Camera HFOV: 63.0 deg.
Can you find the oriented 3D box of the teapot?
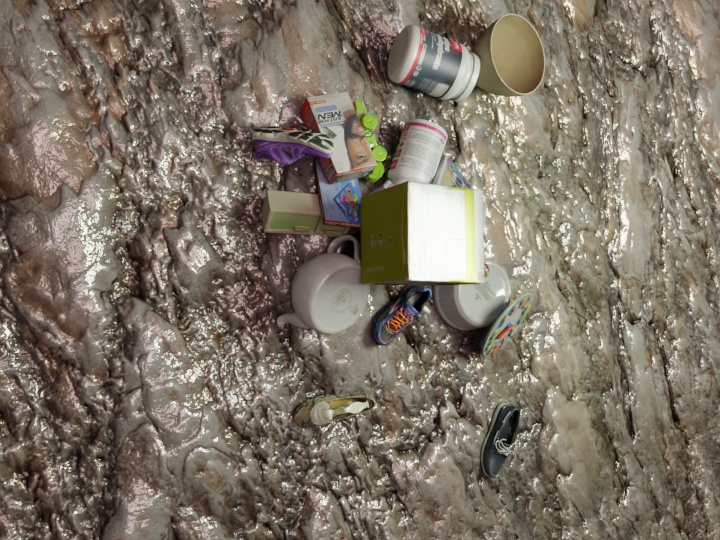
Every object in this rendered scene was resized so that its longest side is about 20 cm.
[{"bbox_3d":[-0.084,0.036,1.348,0.200,0.146,0.198,-18,123,-35],"label":"teapot"}]

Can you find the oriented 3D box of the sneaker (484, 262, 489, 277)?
[{"bbox_3d":[0.263,-0.054,1.462,0.090,0.200,0.075,-34,134,-16],"label":"sneaker"}]

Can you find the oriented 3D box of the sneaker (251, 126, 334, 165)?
[{"bbox_3d":[-0.150,-0.275,1.327,0.081,0.199,0.084,-47,143,-54],"label":"sneaker"}]

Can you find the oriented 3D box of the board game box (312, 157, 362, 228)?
[{"bbox_3d":[-0.049,-0.182,1.367,0.103,0.019,0.201,4,51,-19],"label":"board game box"}]

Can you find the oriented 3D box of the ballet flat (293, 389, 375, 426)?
[{"bbox_3d":[-0.055,0.325,1.386,0.199,0.075,0.068,-8,93,-21],"label":"ballet flat"}]

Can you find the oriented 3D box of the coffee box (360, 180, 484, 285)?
[{"bbox_3d":[0.128,-0.069,1.266,0.197,0.199,0.201,2,86,-28],"label":"coffee box"}]

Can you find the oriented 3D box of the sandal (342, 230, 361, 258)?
[{"bbox_3d":[0.000,0.000,1.419,0.055,0.081,0.201,-12,108,-59],"label":"sandal"}]

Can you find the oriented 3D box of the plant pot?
[{"bbox_3d":[0.362,-0.542,1.531,0.200,0.134,0.201,1,88,-34],"label":"plant pot"}]

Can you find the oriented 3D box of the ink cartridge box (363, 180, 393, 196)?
[{"bbox_3d":[0.082,-0.109,1.428,0.200,0.119,0.042,52,42,-12],"label":"ink cartridge box"}]

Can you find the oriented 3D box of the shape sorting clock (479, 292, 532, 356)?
[{"bbox_3d":[0.382,0.142,1.520,0.200,0.200,0.039,-39,63,-18],"label":"shape sorting clock"}]

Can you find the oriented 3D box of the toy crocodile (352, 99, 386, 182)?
[{"bbox_3d":[0.013,-0.315,1.431,0.062,0.067,0.201,-19,96,-21],"label":"toy crocodile"}]

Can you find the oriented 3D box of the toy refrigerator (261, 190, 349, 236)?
[{"bbox_3d":[-0.121,-0.128,1.356,0.199,0.076,0.070,2,51,-22],"label":"toy refrigerator"}]

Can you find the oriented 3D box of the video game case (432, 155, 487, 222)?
[{"bbox_3d":[0.253,-0.182,1.482,0.182,0.024,0.200,47,33,-16],"label":"video game case"}]

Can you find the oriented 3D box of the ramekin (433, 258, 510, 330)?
[{"bbox_3d":[0.297,0.058,1.523,0.202,0.094,0.203,0,89,-21],"label":"ramekin"}]

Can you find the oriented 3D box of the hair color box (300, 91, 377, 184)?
[{"bbox_3d":[-0.052,-0.311,1.375,0.111,0.064,0.201,-17,79,-26],"label":"hair color box"}]

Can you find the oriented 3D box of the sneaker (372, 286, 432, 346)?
[{"bbox_3d":[0.103,0.103,1.452,0.075,0.078,0.200,43,74,-15],"label":"sneaker"}]

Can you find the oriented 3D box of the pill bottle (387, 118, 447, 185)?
[{"bbox_3d":[0.133,-0.260,1.453,0.113,0.113,0.201,22,81,-20],"label":"pill bottle"}]

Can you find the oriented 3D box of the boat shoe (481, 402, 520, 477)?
[{"bbox_3d":[0.380,0.456,1.565,0.075,0.062,0.201,25,81,-21],"label":"boat shoe"}]

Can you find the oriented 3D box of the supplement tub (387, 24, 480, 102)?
[{"bbox_3d":[0.180,-0.511,1.462,0.199,0.140,0.141,13,84,-21],"label":"supplement tub"}]
